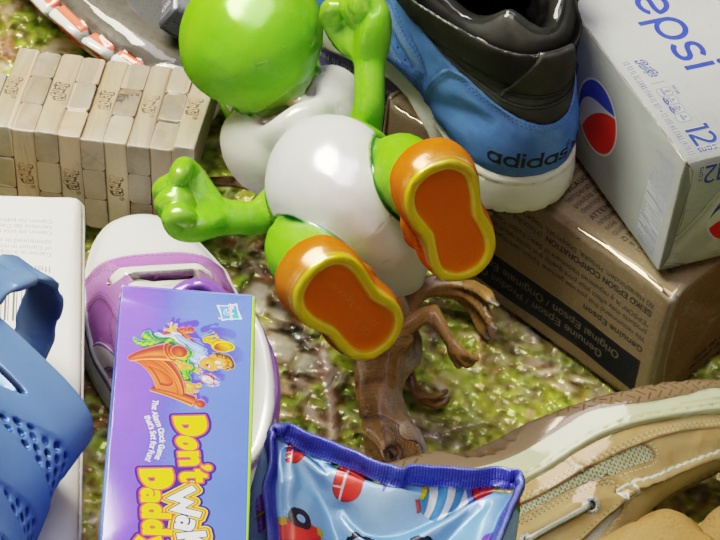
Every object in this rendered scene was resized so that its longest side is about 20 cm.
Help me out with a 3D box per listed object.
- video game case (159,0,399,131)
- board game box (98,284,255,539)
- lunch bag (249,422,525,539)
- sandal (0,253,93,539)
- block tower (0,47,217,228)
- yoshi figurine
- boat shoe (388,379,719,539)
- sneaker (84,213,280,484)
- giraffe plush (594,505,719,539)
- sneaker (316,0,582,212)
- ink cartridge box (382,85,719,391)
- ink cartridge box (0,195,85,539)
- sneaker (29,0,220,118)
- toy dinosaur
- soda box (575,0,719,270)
[{"bbox_3d":[-0.027,-0.149,1.183,0.142,0.019,0.201,28,39,-24],"label":"video game case"},{"bbox_3d":[-0.067,0.123,0.816,0.044,0.201,0.135,5,44,-5],"label":"board game box"},{"bbox_3d":[-0.010,0.178,0.805,0.093,0.151,0.201,10,44,1],"label":"lunch bag"},{"bbox_3d":[-0.130,0.057,0.846,0.086,0.080,0.201,-5,49,-19],"label":"sandal"},{"bbox_3d":[-0.164,-0.062,1.086,0.199,0.058,0.054,7,46,5],"label":"block tower"},{"bbox_3d":[-0.026,-0.058,0.990,0.112,0.113,0.200,3,26,-23],"label":"yoshi figurine"},{"bbox_3d":[0.073,0.102,0.967,0.199,0.072,0.076,-17,66,-19],"label":"boat shoe"},{"bbox_3d":[-0.065,0.025,0.981,0.072,0.115,0.201,-8,45,-15],"label":"sneaker"},{"bbox_3d":[0.148,0.146,0.869,0.172,0.201,0.162,24,28,8],"label":"giraffe plush"},{"bbox_3d":[0.029,-0.126,1.046,0.076,0.112,0.200,-18,49,-22],"label":"sneaker"},{"bbox_3d":[0.132,-0.052,1.118,0.164,0.075,0.200,36,52,27],"label":"ink cartridge box"},{"bbox_3d":[-0.179,0.066,0.940,0.145,0.083,0.201,2,45,-8],"label":"ink cartridge box"},{"bbox_3d":[-0.115,-0.149,1.153,0.082,0.077,0.200,-46,58,4],"label":"sneaker"},{"bbox_3d":[0.000,0.000,1.054,0.106,0.061,0.200,-13,48,-19],"label":"toy dinosaur"},{"bbox_3d":[0.114,-0.094,1.058,0.068,0.064,0.200,-14,49,-21],"label":"soda box"}]
